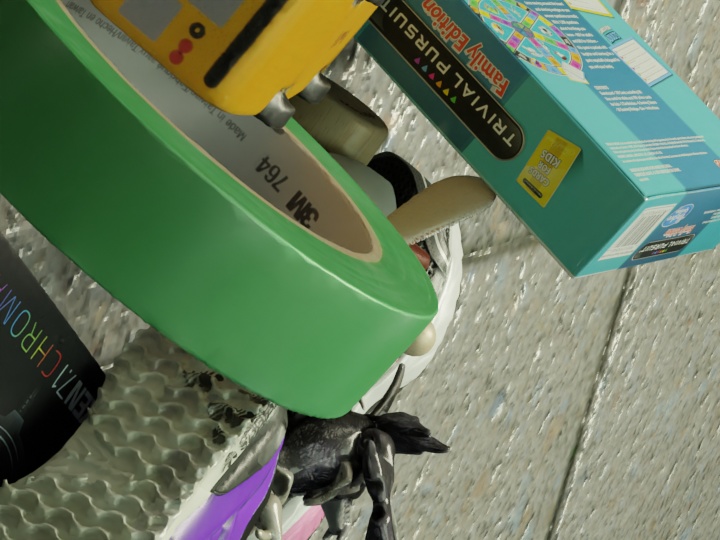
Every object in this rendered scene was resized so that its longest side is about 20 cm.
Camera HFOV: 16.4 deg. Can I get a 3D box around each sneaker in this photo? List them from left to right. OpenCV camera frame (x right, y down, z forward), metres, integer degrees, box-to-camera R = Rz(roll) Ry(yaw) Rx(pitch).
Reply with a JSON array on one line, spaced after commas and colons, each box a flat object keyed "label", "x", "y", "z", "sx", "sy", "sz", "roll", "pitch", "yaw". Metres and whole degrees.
[{"label": "sneaker", "x": -0.087, "y": 0.105, "z": 0.827, "sx": 0.200, "sy": 0.069, "sz": 0.100, "roll": -43, "pitch": 148, "yaw": -38}, {"label": "sneaker", "x": -0.024, "y": 0.032, "z": 1.111, "sx": 0.086, "sy": 0.080, "sz": 0.200, "roll": 47, "pitch": 63, "yaw": -52}]

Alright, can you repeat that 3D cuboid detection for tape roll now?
[{"label": "tape roll", "x": -0.063, "y": -0.037, "z": 0.821, "sx": 0.048, "sy": 0.200, "sz": 0.200, "roll": -48, "pitch": 157, "yaw": 10}]

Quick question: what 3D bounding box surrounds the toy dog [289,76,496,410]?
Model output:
[{"label": "toy dog", "x": 0.000, "y": 0.000, "z": 1.005, "sx": 0.132, "sy": 0.096, "sz": 0.200, "roll": -51, "pitch": -157, "yaw": 30}]

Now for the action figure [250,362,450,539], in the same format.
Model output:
[{"label": "action figure", "x": -0.039, "y": 0.111, "z": 1.002, "sx": 0.200, "sy": 0.119, "sz": 0.102, "roll": -41, "pitch": 134, "yaw": -52}]

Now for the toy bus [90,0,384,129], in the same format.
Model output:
[{"label": "toy bus", "x": -0.034, "y": -0.102, "z": 0.883, "sx": 0.065, "sy": 0.078, "sz": 0.200, "roll": -51, "pitch": -179, "yaw": 10}]

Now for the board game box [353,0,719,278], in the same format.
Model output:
[{"label": "board game box", "x": 0.066, "y": -0.088, "z": 1.037, "sx": 0.047, "sy": 0.200, "sz": 0.151, "roll": -49, "pitch": 162, "yaw": 23}]

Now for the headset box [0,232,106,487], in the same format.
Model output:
[{"label": "headset box", "x": -0.181, "y": 0.085, "z": 0.819, "sx": 0.200, "sy": 0.093, "sz": 0.174, "roll": -57, "pitch": 153, "yaw": -19}]
